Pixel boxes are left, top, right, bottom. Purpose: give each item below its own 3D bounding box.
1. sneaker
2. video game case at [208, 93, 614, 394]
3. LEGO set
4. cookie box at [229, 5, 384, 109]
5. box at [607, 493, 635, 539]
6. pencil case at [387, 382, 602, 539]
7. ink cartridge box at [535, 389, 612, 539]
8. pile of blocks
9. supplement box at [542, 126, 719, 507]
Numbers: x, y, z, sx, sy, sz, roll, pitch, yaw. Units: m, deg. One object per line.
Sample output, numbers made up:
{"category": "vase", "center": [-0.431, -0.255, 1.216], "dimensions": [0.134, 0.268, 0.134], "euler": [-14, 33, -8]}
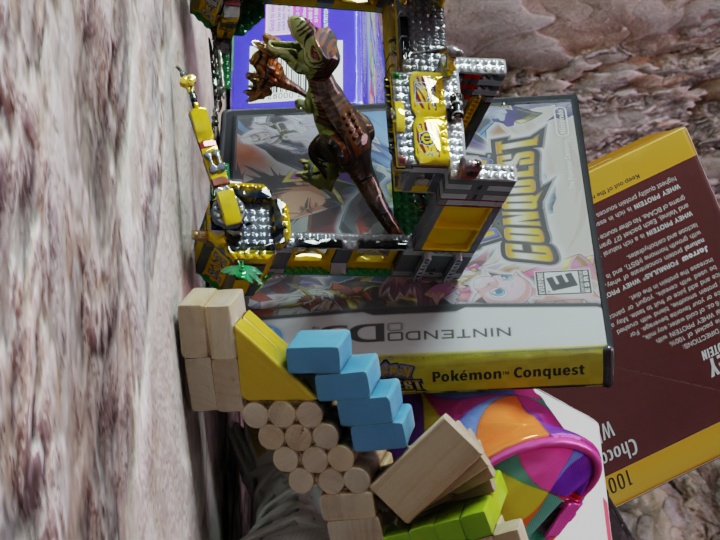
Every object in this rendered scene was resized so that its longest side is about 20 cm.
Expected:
{"category": "sneaker", "center": [-0.036, 0.108, 1.032], "dimensions": [0.116, 0.073, 0.200], "euler": [66, 10, 11]}
{"category": "video game case", "center": [0.021, -0.015, 1.076], "dimensions": [0.201, 0.179, 0.026], "euler": [-91, 177, -51]}
{"category": "LEGO set", "center": [-0.005, -0.088, 0.994], "dimensions": [0.116, 0.152, 0.201], "euler": [117, -20, -62]}
{"category": "cookie box", "center": [-0.026, -0.098, 1.312], "dimensions": [0.201, 0.075, 0.172], "euler": [80, 8, -56]}
{"category": "box", "center": [0.099, 0.215, 1.340], "dimensions": [0.160, 0.049, 0.201], "euler": [55, 47, -48]}
{"category": "pencil case", "center": [0.037, 0.052, 1.078], "dimensions": [0.200, 0.088, 0.089], "euler": [-123, -160, -47]}
{"category": "ink cartridge box", "center": [0.040, 0.170, 1.188], "dimensions": [0.200, 0.082, 0.147], "euler": [-52, -159, 29]}
{"category": "pile of blocks", "center": [0.008, 0.071, 0.964], "dimensions": [0.200, 0.082, 0.062], "euler": [47, 20, -5]}
{"category": "supplement box", "center": [0.154, 0.041, 1.504], "dimensions": [0.133, 0.196, 0.201], "euler": [-167, -128, -87]}
